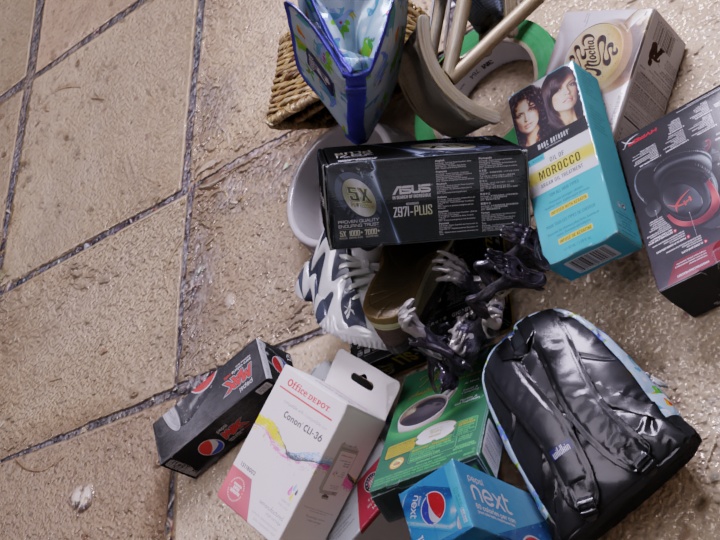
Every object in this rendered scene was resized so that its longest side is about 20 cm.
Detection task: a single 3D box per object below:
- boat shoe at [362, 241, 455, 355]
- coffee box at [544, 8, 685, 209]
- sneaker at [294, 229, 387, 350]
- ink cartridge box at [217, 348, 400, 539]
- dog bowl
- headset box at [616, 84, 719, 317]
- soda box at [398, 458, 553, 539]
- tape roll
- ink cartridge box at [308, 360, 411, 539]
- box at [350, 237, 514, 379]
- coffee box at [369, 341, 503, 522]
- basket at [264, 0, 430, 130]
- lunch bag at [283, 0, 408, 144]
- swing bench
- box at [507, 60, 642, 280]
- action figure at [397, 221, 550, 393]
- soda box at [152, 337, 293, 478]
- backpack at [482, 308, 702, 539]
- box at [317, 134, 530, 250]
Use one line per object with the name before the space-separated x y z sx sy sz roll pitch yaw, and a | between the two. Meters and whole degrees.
boat shoe | 0.054 0.010 1.232 0.073 0.065 0.200 5 36 24
coffee box | 0.249 -0.166 1.228 0.113 0.080 0.201 10 77 45
sneaker | 0.000 0.000 1.294 0.199 0.079 0.130 46 120 63
ink cartridge box | -0.054 0.178 1.220 0.116 0.067 0.201 25 87 47
dog bowl | -0.011 -0.100 1.464 0.200 0.059 0.201 -23 54 35
headset box | 0.338 -0.063 1.089 0.148 0.075 0.201 -30 50 30
soda box | 0.124 0.236 1.041 0.064 0.200 0.068 -37 47 23
tape roll | 0.155 -0.194 1.360 0.200 0.048 0.201 -22 54 35
ink cartridge box | -0.016 0.219 1.274 0.146 0.083 0.200 -50 43 12
box | 0.074 0.021 1.322 0.200 0.049 0.160 -26 50 33
coffee box | 0.087 0.155 1.157 0.123 0.044 0.200 -24 20 23
basket | -0.003 -0.237 1.463 0.200 0.143 0.150 -22 50 39
lunch bag | -0.009 -0.250 1.189 0.127 0.170 0.201 -5 74 0
swing bench | 0.116 -0.254 1.233 0.201 0.129 0.199 -61 5 -2
box | 0.206 -0.098 1.139 0.082 0.049 0.201 -28 56 32
action figure | 0.096 0.035 1.122 0.200 0.102 0.119 -53 6 42
soda box | -0.170 0.174 1.465 0.200 0.063 0.071 -39 46 21
backpack | 0.199 0.132 1.083 0.163 0.154 0.200 -45 64 13
box | 0.058 -0.083 1.190 0.164 0.199 0.087 -107 12 -78
